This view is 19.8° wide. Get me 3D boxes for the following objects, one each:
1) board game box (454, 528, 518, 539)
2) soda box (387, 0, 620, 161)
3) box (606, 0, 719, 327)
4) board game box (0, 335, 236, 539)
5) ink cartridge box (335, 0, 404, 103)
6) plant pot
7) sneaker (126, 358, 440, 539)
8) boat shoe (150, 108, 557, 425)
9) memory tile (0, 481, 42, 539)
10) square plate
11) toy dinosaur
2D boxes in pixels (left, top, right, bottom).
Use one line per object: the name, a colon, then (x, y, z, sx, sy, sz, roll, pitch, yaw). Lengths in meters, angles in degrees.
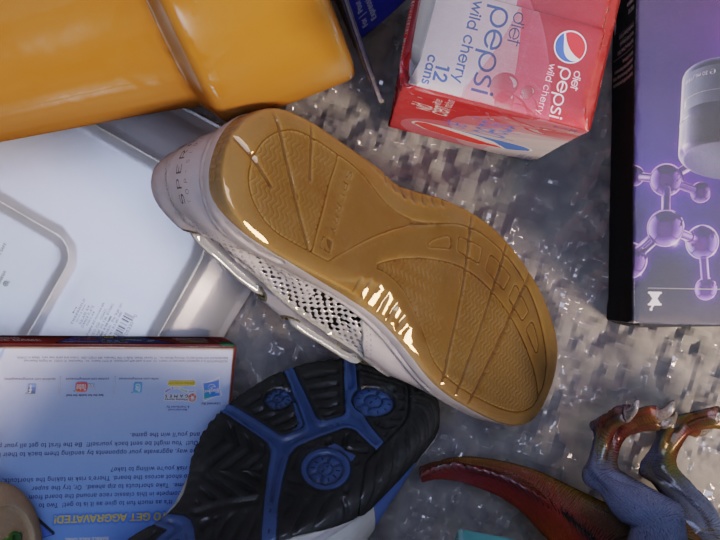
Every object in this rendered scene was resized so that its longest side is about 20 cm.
board game box: (0.112, 0.182, 0.730, 0.199, 0.047, 0.151, 12, 114, -8)
soda box: (0.051, -0.083, 0.779, 0.070, 0.200, 0.064, 14, 90, 0)
box: (0.205, -0.045, 0.844, 0.199, 0.079, 0.142, 0, 92, -1)
board game box: (-0.149, 0.077, 0.820, 0.199, 0.019, 0.103, 2, 99, -25)
ink cartridge box: (-0.020, -0.167, 0.786, 0.037, 0.095, 0.200, -20, 56, 1)
plant pot: (-0.123, -0.132, 0.780, 0.183, 0.200, 0.201, -22, 90, 1)
sneaker: (-0.044, 0.113, 0.836, 0.076, 0.077, 0.200, 35, 63, 29)
boat shoe: (0.000, 0.000, 0.826, 0.200, 0.069, 0.071, 38, 63, -34)
memory tile: (-0.172, 0.137, 0.735, 0.017, 0.200, 0.154, -7, 111, 30)
square plate: (-0.153, -0.001, 0.863, 0.198, 0.028, 0.200, 29, 89, 0)
toy dinosaur: (0.143, 0.145, 0.824, 0.199, 0.105, 0.182, -17, 74, 27)
